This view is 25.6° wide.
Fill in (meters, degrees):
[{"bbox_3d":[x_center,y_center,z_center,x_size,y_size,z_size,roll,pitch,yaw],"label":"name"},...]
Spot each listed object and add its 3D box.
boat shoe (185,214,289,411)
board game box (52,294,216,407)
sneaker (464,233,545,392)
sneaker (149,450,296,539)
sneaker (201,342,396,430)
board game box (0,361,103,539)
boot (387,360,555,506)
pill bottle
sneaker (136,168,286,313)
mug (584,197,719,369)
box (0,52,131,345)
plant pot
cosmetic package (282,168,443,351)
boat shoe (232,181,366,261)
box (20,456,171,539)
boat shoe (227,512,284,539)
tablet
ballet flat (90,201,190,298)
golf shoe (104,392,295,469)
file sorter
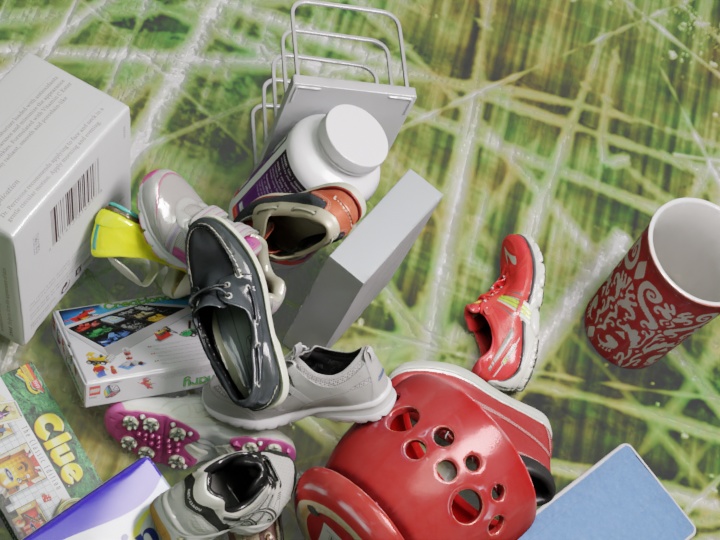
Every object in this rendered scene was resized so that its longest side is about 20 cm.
[{"bbox_3d":[-0.132,0.042,1.527,0.066,0.074,0.200,-11,84,-61],"label":"boat shoe"},{"bbox_3d":[-0.207,0.075,1.645,0.199,0.035,0.126,-8,37,-23],"label":"board game box"},{"bbox_3d":[0.161,0.040,1.804,0.084,0.077,0.201,11,59,-8],"label":"sneaker"},{"bbox_3d":[-0.107,0.207,1.500,0.076,0.088,0.200,56,30,9],"label":"sneaker"},{"bbox_3d":[-0.066,0.105,1.578,0.199,0.082,0.075,-6,30,15],"label":"sneaker"},{"bbox_3d":[-0.326,0.196,1.576,0.105,0.023,0.200,-25,74,-31],"label":"board game box"},{"bbox_3d":[0.116,0.177,1.680,0.199,0.073,0.144,23,27,-8],"label":"boot"},{"bbox_3d":[-0.054,-0.092,1.715,0.112,0.200,0.113,19,52,-26],"label":"pill bottle"},{"bbox_3d":[-0.143,-0.027,1.607,0.200,0.088,0.081,51,42,-13],"label":"sneaker"},{"bbox_3d":[0.364,0.030,1.805,0.177,0.200,0.134,16,58,-11],"label":"mug"},{"bbox_3d":[-0.339,-0.071,1.599,0.130,0.200,0.199,29,57,11],"label":"box"},{"bbox_3d":[0.048,0.232,1.585,0.182,0.201,0.201,-35,78,-29],"label":"plant pot"},{"bbox_3d":[0.000,0.000,1.692,0.052,0.200,0.151,37,56,4],"label":"cosmetic package"},{"bbox_3d":[-0.079,-0.041,1.642,0.063,0.200,0.071,-47,112,-39],"label":"boat shoe"},{"bbox_3d":[-0.228,0.313,1.484,0.184,0.105,0.200,-34,86,-31],"label":"box"},{"bbox_3d":[-0.083,0.294,1.570,0.072,0.072,0.201,-19,62,0],"label":"boat shoe"},{"bbox_3d":[0.268,0.290,1.741,0.200,0.014,0.130,-32,77,-30],"label":"tablet"},{"bbox_3d":[-0.204,-0.008,1.663,0.200,0.067,0.067,26,82,-43],"label":"ballet flat"},{"bbox_3d":[-0.165,0.157,1.635,0.199,0.075,0.092,14,42,-13],"label":"golf shoe"},{"bbox_3d":[-0.039,-0.190,1.786,0.138,0.200,0.125,5,57,-17],"label":"file sorter"}]
